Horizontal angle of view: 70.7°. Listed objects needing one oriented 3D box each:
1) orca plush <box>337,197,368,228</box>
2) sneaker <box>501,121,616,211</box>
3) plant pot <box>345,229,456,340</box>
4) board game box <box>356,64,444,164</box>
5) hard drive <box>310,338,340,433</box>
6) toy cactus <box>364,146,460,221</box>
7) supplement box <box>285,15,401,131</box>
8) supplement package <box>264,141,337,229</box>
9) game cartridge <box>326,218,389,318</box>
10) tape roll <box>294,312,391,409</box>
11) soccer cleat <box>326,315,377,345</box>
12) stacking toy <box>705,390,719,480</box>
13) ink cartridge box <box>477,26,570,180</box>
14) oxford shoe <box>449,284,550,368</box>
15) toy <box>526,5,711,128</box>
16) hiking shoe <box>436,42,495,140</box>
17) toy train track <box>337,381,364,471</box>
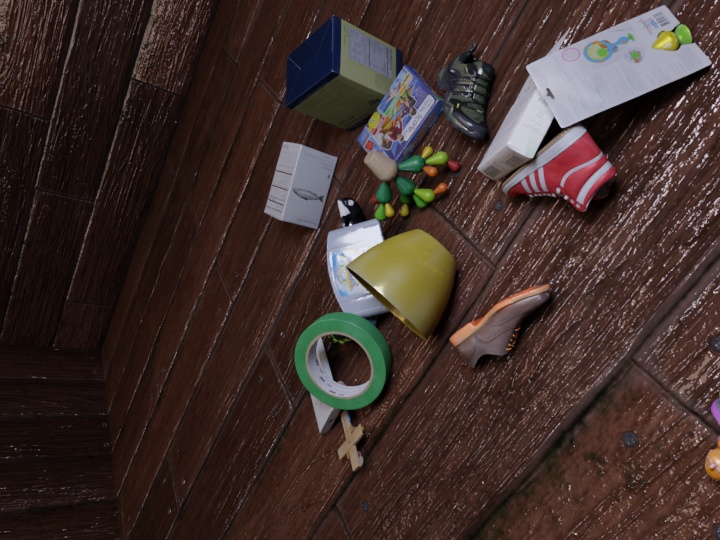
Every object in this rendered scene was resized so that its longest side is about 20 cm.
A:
[{"bbox_3d":[0.008,-0.085,1.145,0.071,0.105,0.201,-22,56,13],"label":"orca plush"},{"bbox_3d":[0.299,-0.132,0.774,0.113,0.071,0.200,48,163,2],"label":"sneaker"},{"bbox_3d":[0.093,0.009,0.936,0.142,0.200,0.200,-47,40,-5],"label":"plant pot"},{"bbox_3d":[0.085,-0.322,1.111,0.200,0.034,0.136,-52,56,31],"label":"board game box"},{"bbox_3d":[-0.095,0.261,1.195,0.132,0.027,0.200,113,146,-47],"label":"hard drive"},{"bbox_3d":[0.081,-0.186,1.009,0.200,0.165,0.103,-32,36,38],"label":"toy cactus"},{"bbox_3d":[-0.040,-0.448,1.188,0.200,0.199,0.135,-12,73,51],"label":"supplement box"},{"bbox_3d":[-0.161,-0.227,1.360,0.117,0.117,0.201,26,102,52],"label":"supplement package"},{"bbox_3d":[0.000,0.000,1.074,0.133,0.040,0.201,-16,79,11],"label":"game cartridge"},{"bbox_3d":[-0.037,0.188,1.053,0.200,0.048,0.201,5,107,18],"label":"tape roll"},{"bbox_3d":[-0.027,0.120,1.160,0.200,0.065,0.084,-10,44,55],"label":"soccer cleat"},{"bbox_3d":[0.424,0.147,0.535,0.110,0.116,0.201,48,133,47],"label":"stacking toy"},{"bbox_3d":[0.270,-0.252,0.806,0.200,0.050,0.161,-59,1,-3],"label":"ink cartridge box"},{"bbox_3d":[0.235,0.090,0.819,0.200,0.071,0.073,-46,68,42],"label":"oxford shoe"},{"bbox_3d":[0.347,-0.272,0.700,0.199,0.047,0.116,-24,66,10],"label":"toy"},{"bbox_3d":[0.205,-0.335,0.944,0.101,0.076,0.201,-43,49,43],"label":"hiking shoe"},{"bbox_3d":[-0.020,0.335,1.109,0.115,0.032,0.200,-57,36,37],"label":"toy train track"}]
